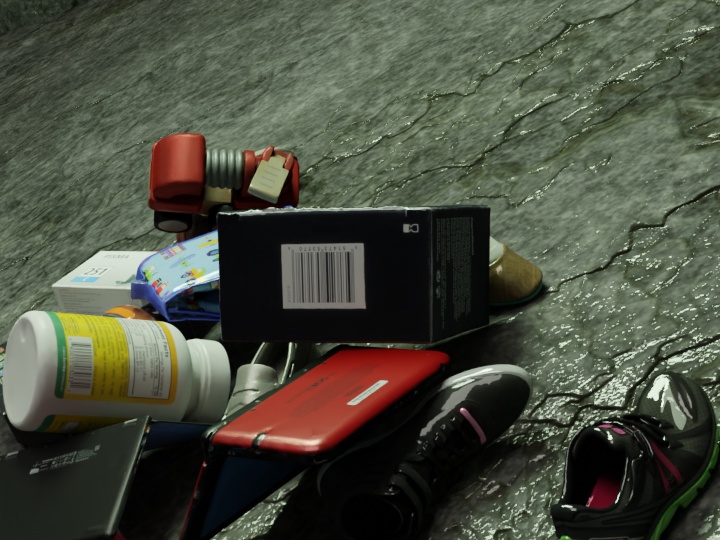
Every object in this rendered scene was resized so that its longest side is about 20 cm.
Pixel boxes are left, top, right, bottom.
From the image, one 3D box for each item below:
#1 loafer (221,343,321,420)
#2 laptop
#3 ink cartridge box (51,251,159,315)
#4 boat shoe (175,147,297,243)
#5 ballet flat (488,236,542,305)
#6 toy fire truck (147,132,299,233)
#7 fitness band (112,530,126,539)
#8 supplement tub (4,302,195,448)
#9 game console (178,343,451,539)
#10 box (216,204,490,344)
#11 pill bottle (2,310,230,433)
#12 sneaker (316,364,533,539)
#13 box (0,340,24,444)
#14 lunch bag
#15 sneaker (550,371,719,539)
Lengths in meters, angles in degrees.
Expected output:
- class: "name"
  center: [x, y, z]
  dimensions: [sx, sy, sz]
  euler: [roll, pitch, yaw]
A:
- class: "loafer"
  center: [-0.097, 0.121, 1.482]
  dimensions: [0.069, 0.070, 0.200]
  euler: [-14, 27, 29]
- class: "laptop"
  center: [-0.239, 0.207, 1.459]
  dimensions: [0.186, 0.116, 0.201]
  euler: [-17, 40, 29]
- class: "ink cartridge box"
  center: [-0.228, -0.001, 1.844]
  dimensions: [0.199, 0.045, 0.176]
  euler: [1, 27, 35]
- class: "boat shoe"
  center: [-0.140, -0.080, 1.968]
  dimensions: [0.073, 0.075, 0.200]
  euler: [26, 53, 32]
- class: "ballet flat"
  center: [0.095, -0.014, 1.548]
  dimensions: [0.068, 0.073, 0.199]
  euler: [-38, 25, -22]
- class: "toy fire truck"
  center: [-0.150, -0.103, 1.814]
  dimensions: [0.174, 0.130, 0.200]
  euler: [4, -21, -11]
- class: "fitness band"
  center: [-0.266, 0.279, 1.389]
  dimensions: [0.143, 0.038, 0.200]
  euler: [-32, 22, -4]
- class: "supplement tub"
  center: [-0.261, 0.105, 1.634]
  dimensions: [0.106, 0.108, 0.200]
  euler: [-2, 25, 45]
- class: "game console"
  center: [-0.035, 0.148, 1.277]
  dimensions: [0.171, 0.120, 0.200]
  euler: [2, 20, 34]
- class: "box"
  center: [0.000, 0.000, 1.418]
  dimensions: [0.195, 0.119, 0.200]
  euler: [0, 3, 19]
- class: "pill bottle"
  center: [-0.230, 0.101, 1.514]
  dimensions: [0.198, 0.114, 0.113]
  euler: [6, 6, -30]
- class: "sneaker"
  center: [0.057, 0.153, 1.254]
  dimensions: [0.199, 0.071, 0.099]
  euler: [-31, 22, 8]
- class: "box"
  center: [-0.340, 0.107, 1.804]
  dimensions: [0.160, 0.049, 0.200]
  euler: [-27, 23, -11]
- class: "lunch bag"
  center: [-0.142, 0.004, 1.657]
  dimensions: [0.198, 0.095, 0.151]
  euler: [-8, 18, -17]
- class: "sneaker"
  center: [0.194, 0.133, 1.121]
  dimensions: [0.076, 0.084, 0.200]
  euler: [-7, 31, 38]
